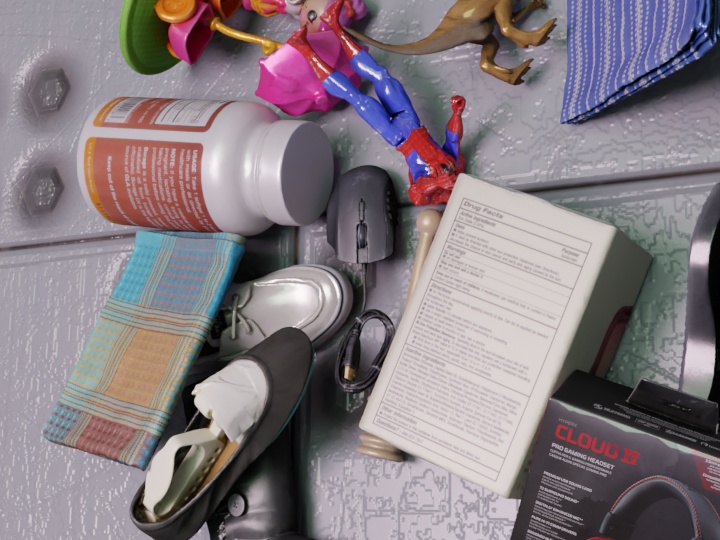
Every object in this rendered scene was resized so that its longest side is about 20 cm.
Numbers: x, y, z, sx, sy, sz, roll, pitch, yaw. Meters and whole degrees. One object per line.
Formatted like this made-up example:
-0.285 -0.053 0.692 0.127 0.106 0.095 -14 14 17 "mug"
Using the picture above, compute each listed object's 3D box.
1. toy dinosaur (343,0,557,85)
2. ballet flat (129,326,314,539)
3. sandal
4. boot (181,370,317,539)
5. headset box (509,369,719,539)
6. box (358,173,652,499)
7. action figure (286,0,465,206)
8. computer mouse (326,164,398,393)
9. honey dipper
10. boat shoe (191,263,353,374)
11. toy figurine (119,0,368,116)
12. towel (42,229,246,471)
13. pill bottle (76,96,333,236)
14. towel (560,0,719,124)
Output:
0.086 -0.189 1.003 0.106 0.060 0.200 39 59 14 "toy dinosaur"
-0.108 0.126 0.987 0.068 0.068 0.200 37 97 35 "ballet flat"
0.249 0.041 0.886 0.043 0.076 0.201 6 93 29 "sandal"
-0.059 0.168 1.027 0.165 0.066 0.200 -15 68 21 "boot"
0.180 0.167 0.844 0.148 0.075 0.200 19 108 19 "headset box"
0.106 0.050 0.933 0.128 0.109 0.200 23 90 29 "box"
0.036 -0.121 0.987 0.065 0.099 0.200 -42 98 -23 "action figure"
0.000 0.000 1.012 0.058 0.034 0.200 -3 61 6 "computer mouse"
0.035 0.048 1.014 0.038 0.038 0.200 7 81 29 "honey dipper"
-0.103 0.043 1.063 0.200 0.070 0.071 -15 81 25 "boat shoe"
-0.070 -0.213 1.094 0.184 0.150 0.200 30 69 16 "toy figurine"
-0.176 0.056 1.050 0.146 0.022 0.200 5 65 47 "towel"
-0.128 -0.086 1.084 0.200 0.112 0.112 7 83 29 "pill bottle"
0.192 -0.196 0.916 0.200 0.024 0.145 152 123 -68 "towel"
